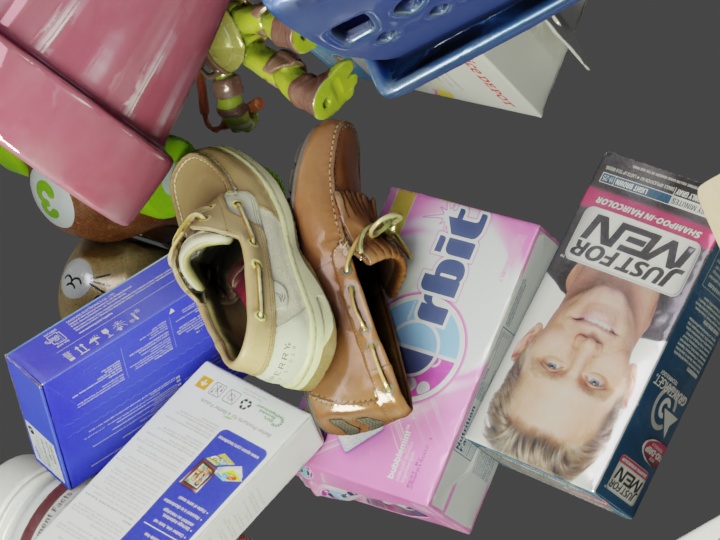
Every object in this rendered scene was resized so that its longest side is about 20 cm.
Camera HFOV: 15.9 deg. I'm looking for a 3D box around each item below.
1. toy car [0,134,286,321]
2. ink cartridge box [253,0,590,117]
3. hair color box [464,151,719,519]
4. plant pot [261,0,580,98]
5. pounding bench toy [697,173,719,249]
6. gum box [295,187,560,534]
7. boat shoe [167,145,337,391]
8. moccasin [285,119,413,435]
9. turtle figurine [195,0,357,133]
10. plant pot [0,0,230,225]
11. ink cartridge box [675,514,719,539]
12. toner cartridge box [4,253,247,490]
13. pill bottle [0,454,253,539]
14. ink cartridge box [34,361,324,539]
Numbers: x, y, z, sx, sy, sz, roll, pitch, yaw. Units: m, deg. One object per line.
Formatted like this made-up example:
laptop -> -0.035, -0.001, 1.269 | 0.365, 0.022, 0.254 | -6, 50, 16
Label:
toy car -> -0.170, 0.002, 1.717 | 0.164, 0.158, 0.200 | 18, 90, 44
ink cartridge box -> 0.055, -0.192, 1.677 | 0.200, 0.129, 0.125 | 15, 77, 32
hair color box -> 0.156, 0.038, 1.559 | 0.100, 0.061, 0.200 | 21, 81, 35
plant pot -> 0.038, -0.230, 1.516 | 0.200, 0.180, 0.200 | -28, 58, 14
pounding bench toy -> 0.273, -0.033, 1.466 | 0.124, 0.156, 0.200 | -30, 57, 15
gum box -> 0.042, 0.060, 1.610 | 0.113, 0.066, 0.200 | 16, 77, 33
boat shoe -> -0.079, -0.009, 1.558 | 0.074, 0.066, 0.200 | -62, 40, 27
moccasin -> -0.001, -0.001, 1.572 | 0.078, 0.074, 0.202 | -14, 59, 18
turtle figurine -> -0.080, -0.161, 1.631 | 0.064, 0.200, 0.161 | -26, 34, -36
plant pot -> -0.168, -0.153, 1.546 | 0.200, 0.200, 0.179 | 36, 89, 36
ink cartridge box -> 0.175, 0.244, 1.444 | 0.200, 0.085, 0.146 | -31, 57, 12
toner cartridge box -> -0.125, 0.047, 1.640 | 0.200, 0.095, 0.043 | -32, 47, -25
pill bottle -> -0.153, 0.194, 1.633 | 0.200, 0.114, 0.114 | 21, 80, 35
ink cartridge box -> -0.121, 0.146, 1.560 | 0.095, 0.037, 0.200 | 25, 59, 37
